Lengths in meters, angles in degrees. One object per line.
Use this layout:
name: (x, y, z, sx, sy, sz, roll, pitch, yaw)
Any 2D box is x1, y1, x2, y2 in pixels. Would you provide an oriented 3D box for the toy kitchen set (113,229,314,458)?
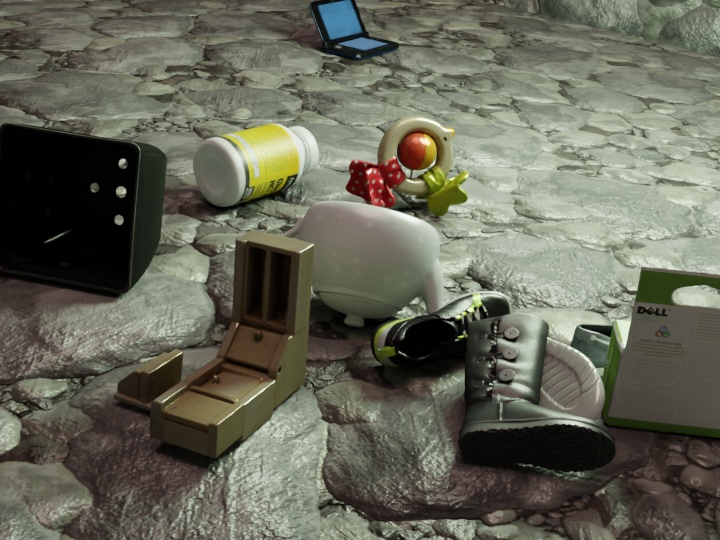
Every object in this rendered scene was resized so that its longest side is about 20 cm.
toy kitchen set: (-0.171, 0.065, 1.144, 0.163, 0.181, 0.200, 13, 22, 20)

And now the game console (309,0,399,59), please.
game console: (-0.014, -0.630, 2.737, 0.170, 0.119, 0.200, 20, 29, 29)

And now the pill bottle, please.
pill bottle: (-0.167, -0.179, 1.750, 0.112, 0.113, 0.200, 24, 32, 36)

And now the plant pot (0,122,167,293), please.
plant pot: (-0.367, -0.096, 1.465, 0.199, 0.200, 0.177, 10, 12, 11)

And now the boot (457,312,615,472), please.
boot: (0.195, 0.128, 1.173, 0.165, 0.066, 0.200, 4, 33, 8)

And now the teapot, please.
teapot: (0.000, 0.000, 1.374, 0.197, 0.146, 0.200, 18, -9, -36)

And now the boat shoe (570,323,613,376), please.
boat shoe: (0.355, 0.088, 1.312, 0.200, 0.062, 0.073, -5, 15, -8)

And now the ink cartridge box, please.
ink cartridge box: (0.361, 0.080, 1.189, 0.148, 0.200, 0.076, 6, 25, 2)

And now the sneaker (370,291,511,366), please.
sneaker: (0.109, 0.078, 1.283, 0.200, 0.072, 0.083, -19, 7, -22)

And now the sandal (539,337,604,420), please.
sandal: (0.225, 0.123, 1.244, 0.050, 0.082, 0.203, 41, 2, -35)

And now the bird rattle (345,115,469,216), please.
bird rattle: (0.080, -0.173, 1.747, 0.200, 0.163, 0.113, 10, 6, -11)
